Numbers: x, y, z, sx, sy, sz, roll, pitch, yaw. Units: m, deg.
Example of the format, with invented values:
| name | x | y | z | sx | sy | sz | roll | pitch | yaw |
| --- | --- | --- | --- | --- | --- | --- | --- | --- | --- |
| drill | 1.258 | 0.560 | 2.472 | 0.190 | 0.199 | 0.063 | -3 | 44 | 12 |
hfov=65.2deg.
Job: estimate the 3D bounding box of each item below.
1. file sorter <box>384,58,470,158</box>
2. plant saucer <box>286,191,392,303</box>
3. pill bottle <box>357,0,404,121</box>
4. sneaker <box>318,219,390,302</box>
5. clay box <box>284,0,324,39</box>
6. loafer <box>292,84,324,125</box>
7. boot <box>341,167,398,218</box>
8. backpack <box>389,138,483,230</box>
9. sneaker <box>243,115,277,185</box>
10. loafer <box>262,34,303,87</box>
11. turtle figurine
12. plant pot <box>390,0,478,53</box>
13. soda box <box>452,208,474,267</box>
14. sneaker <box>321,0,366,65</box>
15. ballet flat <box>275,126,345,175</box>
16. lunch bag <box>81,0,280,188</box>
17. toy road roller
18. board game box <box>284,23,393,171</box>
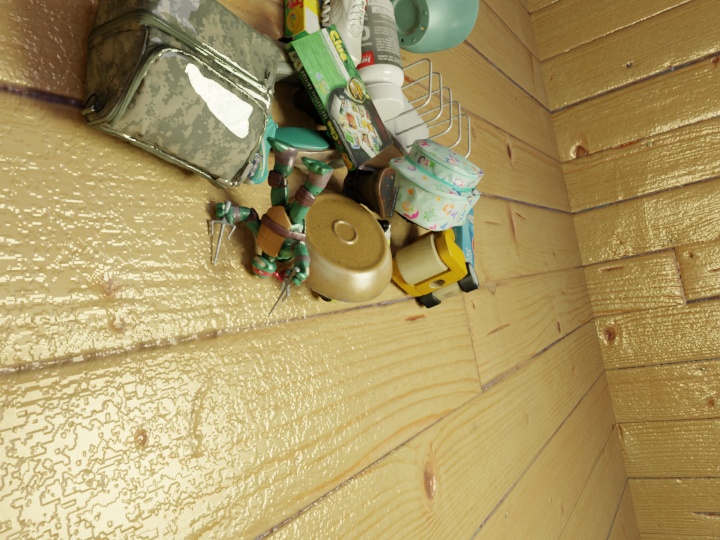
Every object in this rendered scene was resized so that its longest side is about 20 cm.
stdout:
| name | x | y | z | sx | sy | sz | roll | pitch | yaw |
| --- | --- | --- | --- | --- | --- | --- | --- | --- | --- |
| file sorter | 0.141 | -0.331 | 1.216 | 0.199 | 0.123 | 0.141 | 37 | 49 | -46 |
| plant saucer | -0.029 | -0.048 | 0.831 | 0.197 | 0.036 | 0.203 | 19 | 47 | -21 |
| pill bottle | 0.020 | -0.393 | 1.054 | 0.113 | 0.112 | 0.204 | 5 | 74 | -57 |
| sneaker | 0.000 | 0.000 | 0.920 | 0.200 | 0.077 | 0.092 | -47 | 139 | -42 |
| clay box | -0.080 | -0.465 | 0.981 | 0.114 | 0.047 | 0.204 | 22 | 60 | -54 |
| loafer | -0.043 | -0.274 | 0.947 | 0.199 | 0.070 | 0.075 | 13 | 80 | -60 |
| boot | 0.005 | -0.127 | 0.894 | 0.200 | 0.095 | 0.076 | 29 | 76 | -82 |
| backpack | 0.135 | -0.163 | 1.093 | 0.199 | 0.176 | 0.152 | -27 | 146 | -53 |
| sneaker | -0.151 | -0.215 | 0.766 | 0.079 | 0.076 | 0.204 | 22 | 70 | -63 |
| loafer | -0.100 | -0.330 | 0.874 | 0.199 | 0.074 | 0.071 | -25 | 104 | -58 |
| turtle figurine | -0.111 | -0.056 | 0.721 | 0.203 | 0.148 | 0.101 | -66 | 171 | 14 |
| plant pot | 0.137 | -0.577 | 1.244 | 0.161 | 0.198 | 0.203 | -39 | 112 | -41 |
| soda box | 0.223 | -0.067 | 1.308 | 0.068 | 0.063 | 0.204 | 37 | 50 | -46 |
| sneaker | -0.021 | -0.447 | 0.950 | 0.075 | 0.080 | 0.204 | -1 | 82 | -60 |
| ballet flat | -0.062 | -0.185 | 0.880 | 0.197 | 0.068 | 0.068 | -13 | 48 | -35 |
| lunch bag | -0.196 | -0.200 | 0.628 | 0.199 | 0.137 | 0.171 | 22 | 77 | -52 |
| toy road roller | 0.141 | -0.028 | 1.117 | 0.199 | 0.121 | 0.148 | 36 | 37 | -51 |
| board game box | -0.028 | -0.264 | 0.859 | 0.104 | 0.023 | 0.202 | -39 | 107 | -37 |
